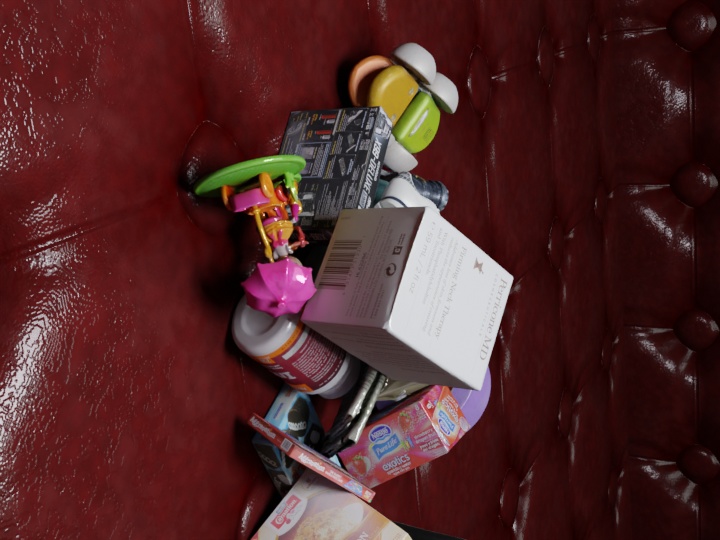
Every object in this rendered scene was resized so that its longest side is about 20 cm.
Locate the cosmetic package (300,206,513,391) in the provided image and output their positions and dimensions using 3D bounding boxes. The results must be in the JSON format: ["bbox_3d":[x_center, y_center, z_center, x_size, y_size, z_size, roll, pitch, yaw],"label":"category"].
[{"bbox_3d":[0.064,0.037,1.255,0.199,0.165,0.170,34,68,-39],"label":"cosmetic package"}]

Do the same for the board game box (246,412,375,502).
[{"bbox_3d":[-0.067,0.264,1.348,0.020,0.102,0.200,-55,135,-7],"label":"board game box"}]

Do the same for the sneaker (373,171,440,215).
[{"bbox_3d":[0.099,-0.049,1.395,0.201,0.075,0.081,54,45,-28],"label":"sneaker"}]

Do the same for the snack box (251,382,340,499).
[{"bbox_3d":[-0.092,0.281,1.454,0.117,0.036,0.202,-60,141,-41],"label":"snack box"}]

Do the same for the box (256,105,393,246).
[{"bbox_3d":[-0.050,-0.135,1.380,0.050,0.155,0.203,44,53,-53],"label":"box"}]

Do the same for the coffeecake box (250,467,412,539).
[{"bbox_3d":[-0.040,0.393,1.346,0.154,0.198,0.074,-49,139,-19],"label":"coffeecake box"}]

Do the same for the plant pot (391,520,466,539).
[{"bbox_3d":[0.051,0.548,1.598,0.176,0.197,0.205,0,92,-50],"label":"plant pot"}]

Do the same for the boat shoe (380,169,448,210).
[{"bbox_3d":[0.068,-0.122,1.563,0.089,0.200,0.072,12,93,-19],"label":"boat shoe"}]

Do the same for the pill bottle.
[{"bbox_3d":[-0.084,0.104,1.360,0.200,0.111,0.115,43,54,-46],"label":"pill bottle"}]

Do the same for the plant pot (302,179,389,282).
[{"bbox_3d":[0.000,0.000,1.465,0.197,0.197,0.202,-56,139,-33],"label":"plant pot"}]

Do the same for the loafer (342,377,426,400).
[{"bbox_3d":[0.053,0.174,1.550,0.068,0.197,0.077,42,42,-55],"label":"loafer"}]

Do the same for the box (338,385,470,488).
[{"bbox_3d":[0.067,0.269,1.567,0.096,0.199,0.099,58,33,1],"label":"box"}]

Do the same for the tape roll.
[{"bbox_3d":[0.122,0.193,1.681,0.085,0.197,0.204,43,55,-55],"label":"tape roll"}]

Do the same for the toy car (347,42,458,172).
[{"bbox_3d":[0.051,-0.276,1.579,0.176,0.149,0.199,-55,143,0],"label":"toy car"}]

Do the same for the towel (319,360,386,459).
[{"bbox_3d":[-0.002,0.177,1.421,0.202,0.034,0.193,-65,-174,-23],"label":"towel"}]

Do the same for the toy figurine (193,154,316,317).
[{"bbox_3d":[-0.113,-0.033,1.241,0.200,0.147,0.188,6,69,-77],"label":"toy figurine"}]
